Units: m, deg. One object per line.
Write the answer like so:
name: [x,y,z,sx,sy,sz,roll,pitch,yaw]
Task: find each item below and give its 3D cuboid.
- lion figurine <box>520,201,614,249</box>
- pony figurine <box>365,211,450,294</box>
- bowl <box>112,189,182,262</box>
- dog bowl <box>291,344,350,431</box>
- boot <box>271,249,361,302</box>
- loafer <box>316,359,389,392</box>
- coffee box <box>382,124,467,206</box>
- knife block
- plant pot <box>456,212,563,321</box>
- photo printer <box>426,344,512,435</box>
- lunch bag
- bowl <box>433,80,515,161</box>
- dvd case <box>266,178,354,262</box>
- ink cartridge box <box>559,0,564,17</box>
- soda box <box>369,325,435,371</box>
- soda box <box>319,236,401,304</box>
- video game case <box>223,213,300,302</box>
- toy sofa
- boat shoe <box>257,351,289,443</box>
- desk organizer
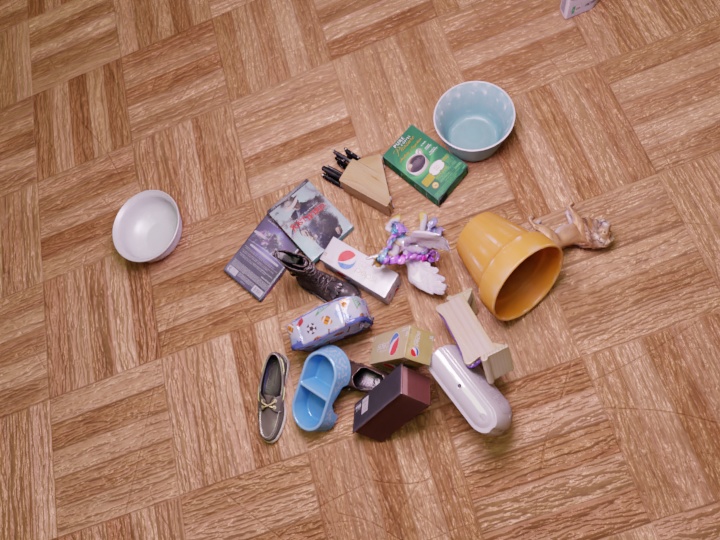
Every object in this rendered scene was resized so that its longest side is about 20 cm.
lion figurine: [0.467,-0.082,1.286,0.195,0.073,0.125,-21,67,-3]
pony figurine: [0.126,-0.053,1.315,0.188,0.170,0.201,13,39,16]
bowl: [-0.559,-0.105,1.528,0.195,0.091,0.207,-4,70,11]
dog bowl: [-0.093,0.268,1.272,0.110,0.049,0.205,24,101,30]
boot: [-0.103,0.019,1.334,0.195,0.175,0.071,18,75,18]
loafer: [-0.015,0.238,1.294,0.194,0.071,0.075,5,72,15]
coffee box: [0.164,-0.271,1.444,0.199,0.044,0.123,40,83,21]
knife block: [-0.014,-0.223,1.458,0.171,0.064,0.205,-15,69,8]
plant pot: [0.314,-0.026,1.258,0.199,0.201,0.184,-38,52,-3]
photo printer: [0.236,0.252,1.184,0.069,0.165,0.201,-44,68,14]
lunch bag: [-0.064,0.125,1.301,0.195,0.160,0.077,-22,75,8]
bowl: [0.281,-0.356,1.411,0.195,0.105,0.207,-3,68,8]
dvd case: [-0.131,-0.130,1.464,0.145,0.022,0.200,-39,66,-12]
ink cartridge box: [0.619,-0.749,1.442,0.195,0.161,0.051,-19,69,5]
soda box: [0.086,0.172,1.225,0.063,0.199,0.070,18,72,-16]
soda box: [0.000,0.000,1.378,0.197,0.064,0.069,30,79,21]
video game case: [-0.247,-0.040,1.473,0.142,0.019,0.202,35,81,21]
toy sofa: [0.242,0.142,1.220,0.096,0.084,0.202,-25,40,1]
boat shoe: [-0.209,0.295,1.324,0.070,0.060,0.208,1,71,13]
desk organizer: [0.064,0.289,1.214,0.076,0.200,0.073,24,43,-19]
